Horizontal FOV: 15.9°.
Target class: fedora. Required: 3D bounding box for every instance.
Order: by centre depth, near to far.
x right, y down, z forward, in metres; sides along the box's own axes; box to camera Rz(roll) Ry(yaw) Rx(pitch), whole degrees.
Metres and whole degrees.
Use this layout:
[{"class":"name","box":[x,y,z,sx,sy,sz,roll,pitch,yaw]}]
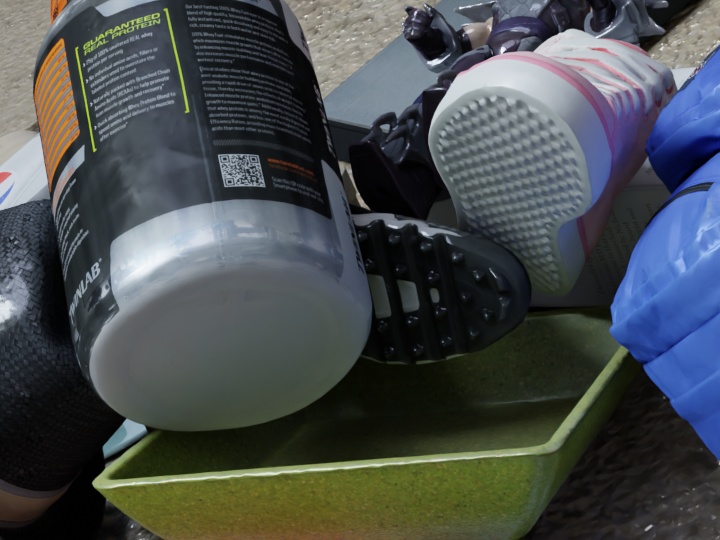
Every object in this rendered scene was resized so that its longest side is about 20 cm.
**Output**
[{"class":"fedora","box":[-0.144,0.029,1.119,0.091,0.201,0.201,-34,27,17]}]

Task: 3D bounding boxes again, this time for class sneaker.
[{"class":"sneaker","box":[0.084,-0.069,1.070,0.075,0.200,0.105,26,75,12]},{"class":"sneaker","box":[0.000,0.000,1.151,0.199,0.067,0.090,-3,16,36]}]

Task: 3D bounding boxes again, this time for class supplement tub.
[{"class":"supplement tub","box":[-0.071,-0.043,1.077,0.122,0.123,0.201,-21,53,9]}]

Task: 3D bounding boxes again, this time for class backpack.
[{"class":"backpack","box":[0.190,-0.019,1.026,0.200,0.168,0.163,-42,-8,-15]}]

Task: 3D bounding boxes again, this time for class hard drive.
[{"class":"hard drive","box":[0.083,-0.123,1.424,0.200,0.033,0.139,-41,32,-25]}]

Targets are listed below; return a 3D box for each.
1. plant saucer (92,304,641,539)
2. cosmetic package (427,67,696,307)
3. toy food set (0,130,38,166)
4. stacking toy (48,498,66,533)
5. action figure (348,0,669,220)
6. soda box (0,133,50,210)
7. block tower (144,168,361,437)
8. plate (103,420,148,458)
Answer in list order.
[{"class":"plant saucer","box":[0.017,0.072,1.089,0.199,0.048,0.200,-6,14,21]},{"class":"cosmetic package","box":[0.123,-0.039,1.216,0.199,0.071,0.102,0,37,37]},{"class":"toy food set","box":[-0.200,0.015,1.363,0.200,0.061,0.143,-38,43,-18]},{"class":"stacking toy","box":[-0.156,0.152,1.137,0.085,0.086,0.200,-25,36,1]},{"class":"action figure","box":[0.069,-0.100,1.218,0.130,0.070,0.200,-15,25,37]},{"class":"soda box","box":[-0.169,-0.005,1.261,0.200,0.068,0.063,-44,28,-24]},{"class":"block tower","box":[-0.048,0.025,1.267,0.058,0.054,0.200,-9,34,26]},{"class":"plate","box":[-0.153,0.042,1.352,0.199,0.026,0.200,-19,30,11]}]
